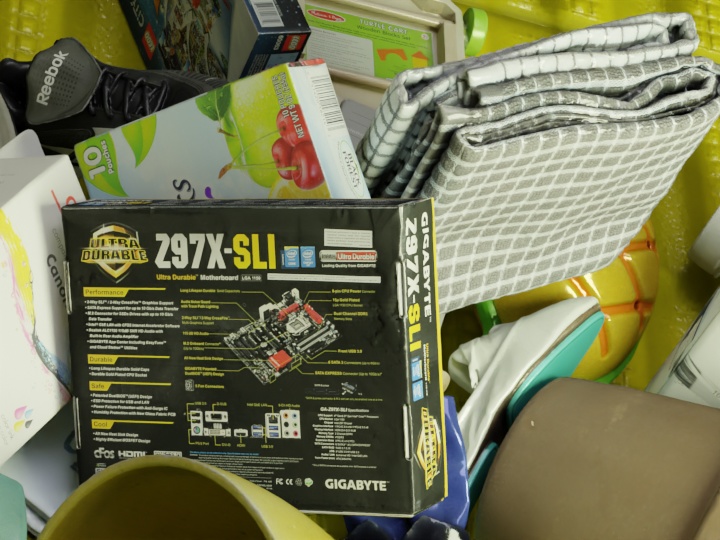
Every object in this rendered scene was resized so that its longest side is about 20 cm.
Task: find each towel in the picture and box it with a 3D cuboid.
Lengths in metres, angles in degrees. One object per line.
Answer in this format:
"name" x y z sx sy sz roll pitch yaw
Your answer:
"towel" 0.091 -0.055 1.532 0.199 0.166 0.086 -14 64 -29

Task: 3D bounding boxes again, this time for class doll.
"doll" 0.020 0.160 1.504 0.135 0.048 0.202 -9 77 14

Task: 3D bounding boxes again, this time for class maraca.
"maraca" 0.120 0.018 1.673 0.137 0.107 0.201 25 64 -26

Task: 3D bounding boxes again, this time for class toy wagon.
"toy wagon" 0.008 -0.163 1.814 0.154 0.040 0.201 13 47 -17

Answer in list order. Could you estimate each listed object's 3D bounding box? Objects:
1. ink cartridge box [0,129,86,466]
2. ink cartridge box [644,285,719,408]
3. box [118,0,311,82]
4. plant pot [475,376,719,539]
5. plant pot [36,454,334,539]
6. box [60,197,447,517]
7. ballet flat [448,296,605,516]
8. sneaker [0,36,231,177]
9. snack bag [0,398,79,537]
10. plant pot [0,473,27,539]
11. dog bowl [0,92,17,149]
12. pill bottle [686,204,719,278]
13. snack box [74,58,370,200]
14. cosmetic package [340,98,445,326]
"ink cartridge box" -0.193 0.016 1.475 0.200 0.067 0.117 -47 125 -45
"ink cartridge box" 0.257 0.073 1.623 0.146 0.200 0.086 32 45 2
"box" -0.100 -0.175 1.702 0.037 0.137 0.201 -6 56 -28
"plant pot" 0.164 0.147 1.547 0.174 0.201 0.200 25 42 22
"plant pot" -0.060 0.198 1.389 0.142 0.200 0.201 11 43 -50
"box" -0.056 0.043 1.433 0.199 0.161 0.049 0 6 24
"ballet flat" 0.063 0.082 1.579 0.069 0.069 0.200 35 73 5
"sneaker" -0.145 -0.092 1.571 0.090 0.199 0.067 36 69 -38
"snack bag" -0.142 0.080 1.546 0.200 0.021 0.189 38 45 9
"plant pot" -0.242 0.178 1.334 0.141 0.142 0.201 24 40 -6
"dog bowl" -0.297 -0.061 1.552 0.199 0.074 0.201 14 47 -15
"pill bottle" 0.312 0.016 1.761 0.200 0.112 0.112 37 46 7
"snack box" -0.056 0.004 1.483 0.053 0.142 0.201 -17 88 -63
"cosmetic package" 0.000 0.000 1.626 0.106 0.090 0.200 24 36 -6
